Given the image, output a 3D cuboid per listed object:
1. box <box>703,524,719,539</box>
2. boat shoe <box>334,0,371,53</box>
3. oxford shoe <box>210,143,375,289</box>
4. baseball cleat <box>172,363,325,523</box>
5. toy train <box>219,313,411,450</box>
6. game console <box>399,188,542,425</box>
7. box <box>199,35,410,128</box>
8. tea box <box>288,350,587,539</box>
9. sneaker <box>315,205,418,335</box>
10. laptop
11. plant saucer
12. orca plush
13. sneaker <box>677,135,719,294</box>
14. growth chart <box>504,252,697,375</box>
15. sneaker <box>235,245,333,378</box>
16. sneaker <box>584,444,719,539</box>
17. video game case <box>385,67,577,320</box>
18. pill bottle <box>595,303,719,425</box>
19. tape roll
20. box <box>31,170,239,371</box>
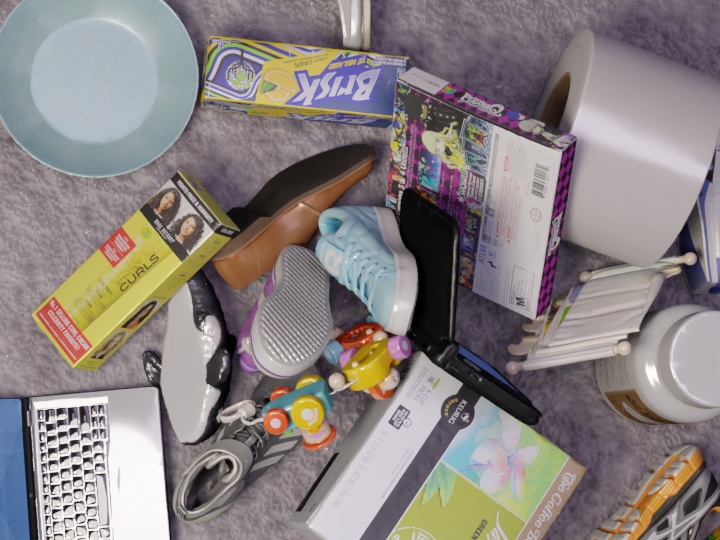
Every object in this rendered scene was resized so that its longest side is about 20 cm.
[{"bbox_3d":[0.363,0.340,1.652,0.193,0.200,0.122,-40,91,-12],"label":"box"},{"bbox_3d":[-0.028,-0.309,1.729,0.068,0.075,0.200,-6,78,-4],"label":"boat shoe"},{"bbox_3d":[-0.063,-0.055,1.704,0.200,0.071,0.071,-36,120,-13],"label":"oxford shoe"},{"bbox_3d":[-0.099,0.161,1.642,0.070,0.106,0.200,38,77,1],"label":"baseball cleat"},{"bbox_3d":[-0.026,0.109,1.615,0.200,0.150,0.056,-34,105,-29],"label":"toy train"},{"bbox_3d":[0.099,0.031,1.594,0.176,0.200,0.116,34,94,-16],"label":"game console"},{"bbox_3d":[-0.055,-0.184,1.706,0.200,0.070,0.064,4,85,-9],"label":"box"},{"bbox_3d":[0.071,0.215,1.650,0.197,0.134,0.200,35,79,-5],"label":"tea box"},{"bbox_3d":[0.000,0.000,1.611,0.082,0.200,0.074,4,114,-13],"label":"sneaker"},{"bbox_3d":[-0.283,0.206,1.598,0.200,0.116,0.188,-5,85,0],"label":"laptop"},{"bbox_3d":[-0.258,-0.187,1.689,0.201,0.039,0.201,1,84,-9],"label":"plant saucer"},{"bbox_3d":[-0.156,0.066,1.680,0.105,0.071,0.200,-27,74,33],"label":"orca plush"},{"bbox_3d":[0.384,-0.079,1.764,0.115,0.081,0.200,-2,82,-8],"label":"sneaker"},{"bbox_3d":[0.228,0.039,1.673,0.200,0.145,0.018,-47,120,-48],"label":"growth chart"},{"bbox_3d":[-0.078,0.070,1.615,0.073,0.201,0.114,29,115,-7],"label":"sneaker"},{"bbox_3d":[0.286,0.266,1.713,0.200,0.078,0.077,-45,101,-10],"label":"sneaker"},{"bbox_3d":[0.107,-0.071,1.633,0.181,0.200,0.036,26,44,25],"label":"video game case"},{"bbox_3d":[0.307,0.091,1.670,0.114,0.200,0.115,1,84,-9],"label":"pill bottle"},{"bbox_3d":[0.245,-0.118,1.684,0.139,0.203,0.203,20,81,-8],"label":"tape roll"},{"bbox_3d":[-0.212,0.001,1.629,0.200,0.050,0.075,-43,73,10],"label":"box"}]
